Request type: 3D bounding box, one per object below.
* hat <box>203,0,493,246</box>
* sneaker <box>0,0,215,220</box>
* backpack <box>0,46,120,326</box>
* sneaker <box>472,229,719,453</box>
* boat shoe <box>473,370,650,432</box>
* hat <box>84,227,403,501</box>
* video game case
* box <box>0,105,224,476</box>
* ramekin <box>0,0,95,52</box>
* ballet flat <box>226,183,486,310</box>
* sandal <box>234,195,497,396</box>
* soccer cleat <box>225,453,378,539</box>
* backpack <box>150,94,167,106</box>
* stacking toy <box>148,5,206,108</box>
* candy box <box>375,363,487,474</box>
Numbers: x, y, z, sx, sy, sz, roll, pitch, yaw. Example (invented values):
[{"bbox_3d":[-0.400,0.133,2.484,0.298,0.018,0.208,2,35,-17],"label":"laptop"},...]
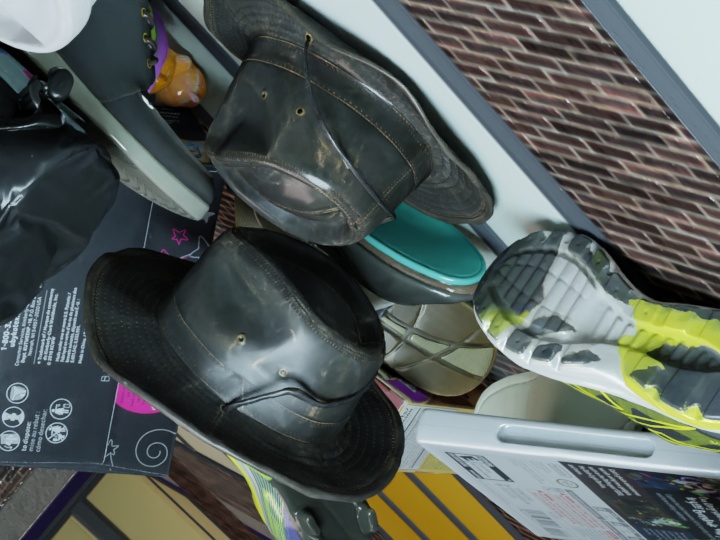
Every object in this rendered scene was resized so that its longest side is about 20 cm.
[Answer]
[{"bbox_3d":[-0.029,-0.066,1.534,0.200,0.081,0.201,38,169,8],"label":"hat"},{"bbox_3d":[-0.125,-0.125,1.543,0.200,0.106,0.075,48,165,-20],"label":"sneaker"},{"bbox_3d":[-0.237,-0.059,1.516,0.200,0.167,0.127,43,169,32],"label":"backpack"},{"bbox_3d":[0.137,0.048,1.449,0.200,0.075,0.085,29,165,43],"label":"sneaker"},{"bbox_3d":[0.130,0.084,1.640,0.060,0.073,0.202,12,166,-21],"label":"boat shoe"},{"bbox_3d":[-0.048,0.030,1.562,0.200,0.081,0.201,25,-152,-15],"label":"hat"},{"bbox_3d":[0.148,0.120,1.565,0.181,0.024,0.200,5,162,25],"label":"video game case"},{"bbox_3d":[-0.169,0.006,1.720,0.131,0.201,0.115,6,-161,-18],"label":"box"},{"bbox_3d":[-0.185,-0.210,1.405,0.202,0.094,0.203,36,159,16],"label":"ramekin"},{"bbox_3d":[-0.005,-0.023,1.645,0.200,0.068,0.069,40,129,31],"label":"ballet flat"},{"bbox_3d":[0.000,0.000,1.745,0.200,0.080,0.054,40,-169,-18],"label":"sandal"},{"bbox_3d":[-0.063,0.095,1.706,0.084,0.065,0.201,8,135,58],"label":"soccer cleat"},{"bbox_3d":[-0.214,-0.070,1.837,0.154,0.191,0.200,2,144,46],"label":"backpack"},{"bbox_3d":[-0.153,-0.136,1.677,0.116,0.110,0.200,37,-176,36],"label":"stacking toy"},{"bbox_3d":[0.010,0.073,1.821,0.117,0.057,0.200,38,-171,22],"label":"candy box"}]
